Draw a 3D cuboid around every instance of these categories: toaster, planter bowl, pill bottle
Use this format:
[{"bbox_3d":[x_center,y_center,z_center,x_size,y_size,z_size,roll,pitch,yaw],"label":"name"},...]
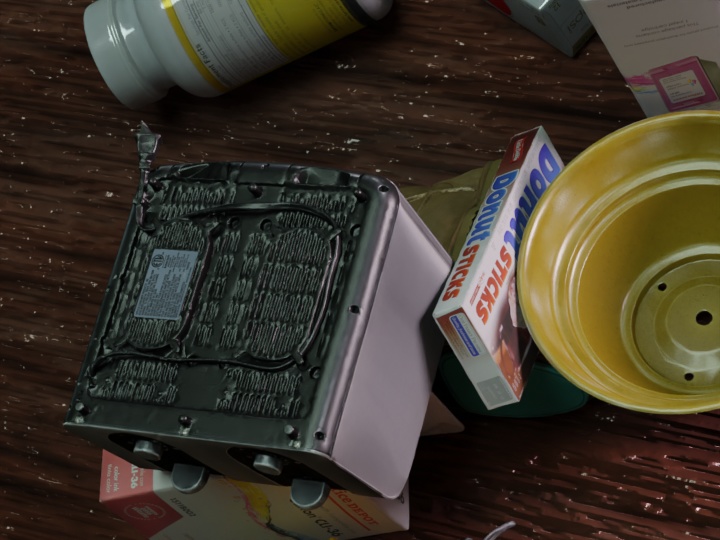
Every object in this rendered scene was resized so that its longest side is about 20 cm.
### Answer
[{"bbox_3d":[-0.055,0.030,1.474,0.180,0.119,0.201,4,67,28],"label":"toaster"},{"bbox_3d":[0.197,0.012,1.508,0.199,0.084,0.202,-8,59,13],"label":"planter bowl"},{"bbox_3d":[-0.086,-0.188,1.765,0.199,0.112,0.113,-23,55,15],"label":"pill bottle"}]

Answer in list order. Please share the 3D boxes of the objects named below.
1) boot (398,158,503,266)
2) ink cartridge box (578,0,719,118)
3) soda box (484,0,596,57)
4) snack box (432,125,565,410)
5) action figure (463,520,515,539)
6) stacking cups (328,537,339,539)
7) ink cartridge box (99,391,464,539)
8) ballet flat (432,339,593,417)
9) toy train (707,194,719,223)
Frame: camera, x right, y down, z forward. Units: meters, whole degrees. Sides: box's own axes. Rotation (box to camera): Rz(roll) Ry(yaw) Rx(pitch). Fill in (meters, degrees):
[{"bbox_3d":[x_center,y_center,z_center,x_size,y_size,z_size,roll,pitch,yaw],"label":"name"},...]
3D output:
[{"bbox_3d":[0.000,0.000,1.615,0.199,0.066,0.175,-13,19,20],"label":"boot"},{"bbox_3d":[0.197,-0.177,1.551,0.084,0.200,0.145,-10,60,19],"label":"ink cartridge box"},{"bbox_3d":[0.088,-0.225,1.721,0.068,0.064,0.200,-48,51,-4],"label":"soda box"},{"bbox_3d":[0.093,-0.004,1.534,0.024,0.072,0.200,-19,26,30],"label":"snack box"},{"bbox_3d":[0.059,0.232,1.460,0.118,0.102,0.201,-21,56,31],"label":"action figure"},{"bbox_3d":[-0.074,0.247,1.557,0.200,0.060,0.061,-40,52,10],"label":"stacking cups"},{"bbox_3d":[-0.046,0.119,1.568,0.199,0.116,0.068,-13,58,22],"label":"ink cartridge box"},{"bbox_3d":[0.055,0.055,1.586,0.199,0.071,0.071,-7,61,25],"label":"ballet flat"},{"bbox_3d":[0.234,-0.049,1.564,0.199,0.034,0.046,-2,75,27],"label":"toy train"}]
